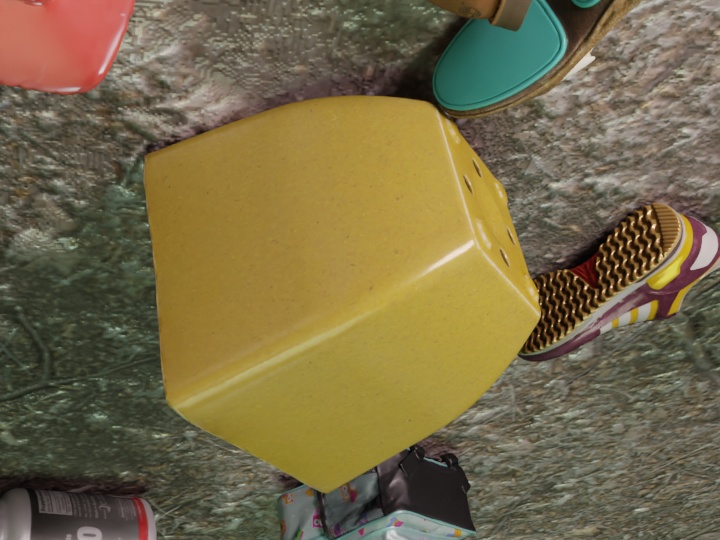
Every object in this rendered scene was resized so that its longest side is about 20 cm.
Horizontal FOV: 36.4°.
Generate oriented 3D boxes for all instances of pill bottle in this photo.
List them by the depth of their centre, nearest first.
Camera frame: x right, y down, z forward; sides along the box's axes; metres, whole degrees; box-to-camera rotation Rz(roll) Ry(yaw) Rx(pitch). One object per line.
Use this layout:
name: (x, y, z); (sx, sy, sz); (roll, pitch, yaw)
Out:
pill bottle: (-0.330, 0.293, 1.166); (0.199, 0.114, 0.114); (11, 143, -29)

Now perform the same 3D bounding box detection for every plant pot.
plant pot: (0.000, 0.000, 0.721); (0.199, 0.196, 0.194); (-25, 145, 17)

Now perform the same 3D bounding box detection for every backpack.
backpack: (0.009, 0.287, 1.209); (0.199, 0.154, 0.176); (-21, 152, 31)

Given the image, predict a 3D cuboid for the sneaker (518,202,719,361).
sneaker: (0.213, 0.026, 0.913); (0.090, 0.075, 0.200); (22, 138, -31)

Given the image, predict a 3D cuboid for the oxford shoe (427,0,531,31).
oxford shoe: (0.065, -0.200, 0.531); (0.071, 0.072, 0.200); (10, 142, -2)

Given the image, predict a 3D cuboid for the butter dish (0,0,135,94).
butter dish: (-0.180, -0.191, 0.424); (0.199, 0.148, 0.200); (11, 103, -25)

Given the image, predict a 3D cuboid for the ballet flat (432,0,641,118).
ballet flat: (0.127, -0.154, 0.634); (0.072, 0.068, 0.200); (-4, 149, -44)
